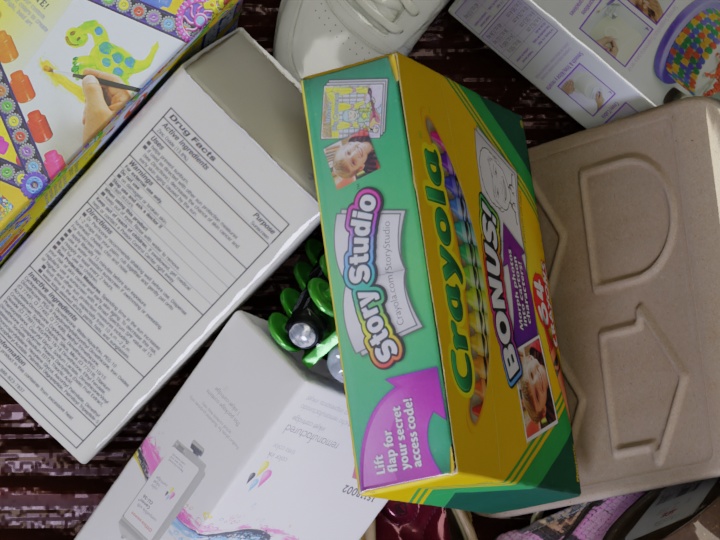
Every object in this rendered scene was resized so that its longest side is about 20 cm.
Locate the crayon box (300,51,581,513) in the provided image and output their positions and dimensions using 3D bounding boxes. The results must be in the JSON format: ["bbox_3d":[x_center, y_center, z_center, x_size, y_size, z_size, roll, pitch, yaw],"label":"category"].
[{"bbox_3d":[0.041,0.011,1.435,0.058,0.172,0.201,-13,78,20],"label":"crayon box"}]

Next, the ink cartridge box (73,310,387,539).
[{"bbox_3d":[-0.067,0.130,1.476,0.067,0.116,0.200,44,103,38],"label":"ink cartridge box"}]

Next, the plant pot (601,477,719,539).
[{"bbox_3d":[0.212,0.194,1.478,0.187,0.187,0.200,-37,98,-6],"label":"plant pot"}]

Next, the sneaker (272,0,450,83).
[{"bbox_3d":[0.023,-0.169,1.536,0.075,0.100,0.200,38,85,-3],"label":"sneaker"}]

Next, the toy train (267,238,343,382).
[{"bbox_3d":[0.000,0.000,1.485,0.056,0.200,0.042,44,115,-10],"label":"toy train"}]

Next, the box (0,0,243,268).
[{"bbox_3d":[-0.164,-0.104,1.463,0.122,0.200,0.193,45,83,-1],"label":"box"}]

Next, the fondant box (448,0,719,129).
[{"bbox_3d":[0.165,-0.127,1.541,0.200,0.058,0.144,39,57,-1],"label":"fondant box"}]

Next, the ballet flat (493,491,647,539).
[{"bbox_3d":[0.153,0.104,1.556,0.200,0.069,0.071,-36,71,-6],"label":"ballet flat"}]

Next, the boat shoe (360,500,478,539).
[{"bbox_3d":[0.035,0.174,1.533,0.074,0.066,0.201,-19,89,-7],"label":"boat shoe"}]

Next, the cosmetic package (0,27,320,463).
[{"bbox_3d":[-0.099,-0.012,1.476,0.103,0.087,0.200,46,116,-1],"label":"cosmetic package"}]

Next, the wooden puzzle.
[{"bbox_3d":[0.127,0.022,1.507,0.046,0.199,0.187,2,78,-45],"label":"wooden puzzle"}]
